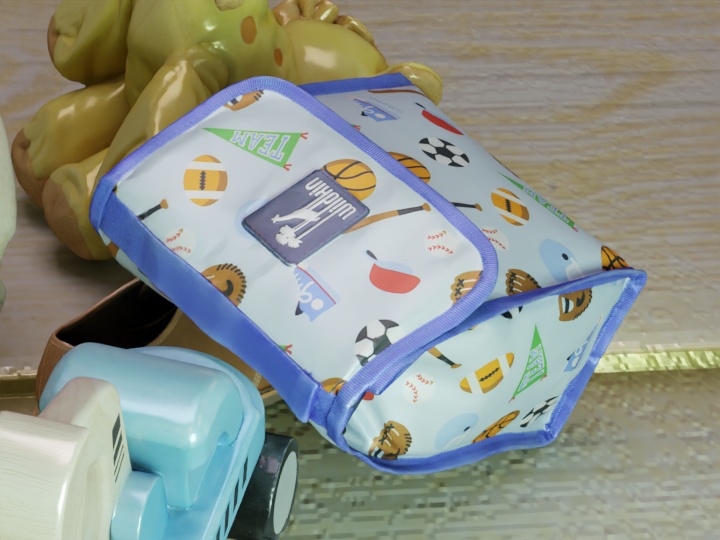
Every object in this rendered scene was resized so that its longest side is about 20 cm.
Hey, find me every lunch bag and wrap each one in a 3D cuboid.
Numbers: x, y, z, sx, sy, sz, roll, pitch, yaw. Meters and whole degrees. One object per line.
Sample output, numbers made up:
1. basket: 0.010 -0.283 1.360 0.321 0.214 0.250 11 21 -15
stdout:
1. lunch bag: 0.000 0.000 1.290 0.170 0.124 0.200 40 30 28

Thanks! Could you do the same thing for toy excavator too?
1. toy excavator: -0.099 0.078 1.145 0.099 0.201 0.195 11 47 12

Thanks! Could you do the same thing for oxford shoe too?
1. oxford shoe: -0.070 0.025 1.364 0.071 0.072 0.200 22 33 33

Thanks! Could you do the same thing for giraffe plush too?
1. giraffe plush: -0.059 -0.086 1.495 0.162 0.201 0.173 20 14 -34

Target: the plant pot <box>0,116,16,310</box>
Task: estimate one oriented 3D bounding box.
1. plant pot: -0.263 -0.025 1.335 0.183 0.201 0.200 0 28 -29
